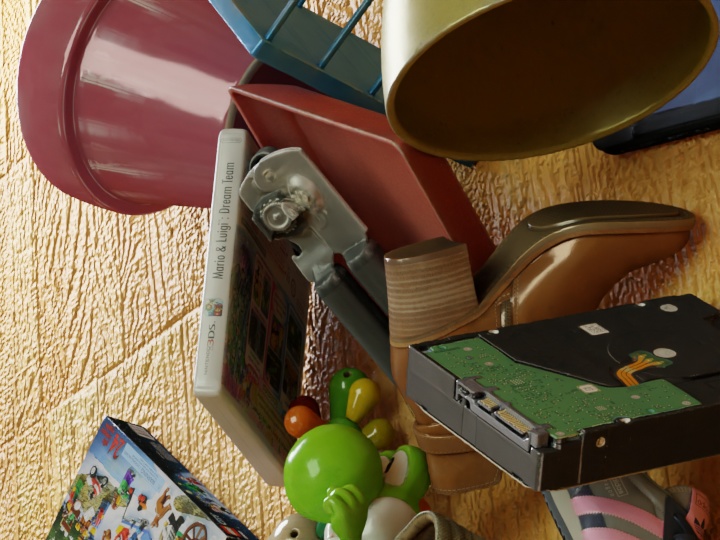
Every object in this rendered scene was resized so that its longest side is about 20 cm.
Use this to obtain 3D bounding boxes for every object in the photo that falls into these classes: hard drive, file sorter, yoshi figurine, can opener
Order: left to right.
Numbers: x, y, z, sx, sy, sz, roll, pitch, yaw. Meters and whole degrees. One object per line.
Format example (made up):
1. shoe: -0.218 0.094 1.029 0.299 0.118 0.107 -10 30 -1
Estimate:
1. yoshi figurine: -0.027 0.172 1.647 0.112 0.112 0.200 10 53 24
2. can opener: 0.000 0.000 1.786 0.053 0.200 0.067 -37 11 18
3. file sorter: 0.009 -0.183 1.830 0.123 0.200 0.139 -53 40 14
4. hard drive: 0.144 0.066 1.548 0.140 0.199 0.038 33 126 52

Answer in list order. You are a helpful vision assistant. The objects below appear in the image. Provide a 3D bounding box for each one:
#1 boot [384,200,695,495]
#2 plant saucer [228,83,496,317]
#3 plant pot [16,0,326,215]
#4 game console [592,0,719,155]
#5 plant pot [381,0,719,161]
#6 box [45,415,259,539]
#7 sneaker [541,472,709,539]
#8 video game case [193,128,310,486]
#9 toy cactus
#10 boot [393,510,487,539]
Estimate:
1. boot: 0.116 0.044 1.677 0.074 0.199 0.155 -125 23 -76
2. plant saucer: 0.022 -0.035 1.775 0.037 0.200 0.200 -42 33 -19
3. plant pot: -0.116 -0.125 1.979 0.179 0.200 0.201 20 89 38
4. game console: 0.186 -0.180 1.671 0.200 0.118 0.173 -13 63 48
5. plant pot: 0.095 -0.175 1.635 0.200 0.200 0.142 -36 58 36
6. box: -0.155 0.208 1.979 0.200 0.038 0.137 37 103 52
7. sneaker: 0.161 0.158 1.513 0.082 0.070 0.200 -26 52 2
8. video game case: -0.069 0.028 1.847 0.024 0.200 0.183 0 69 13
9. toy cactus: -0.024 0.166 1.792 0.165 0.102 0.201 -43 52 45
10. boot: 0.051 0.244 1.607 0.072 0.154 0.201 28 96 53
